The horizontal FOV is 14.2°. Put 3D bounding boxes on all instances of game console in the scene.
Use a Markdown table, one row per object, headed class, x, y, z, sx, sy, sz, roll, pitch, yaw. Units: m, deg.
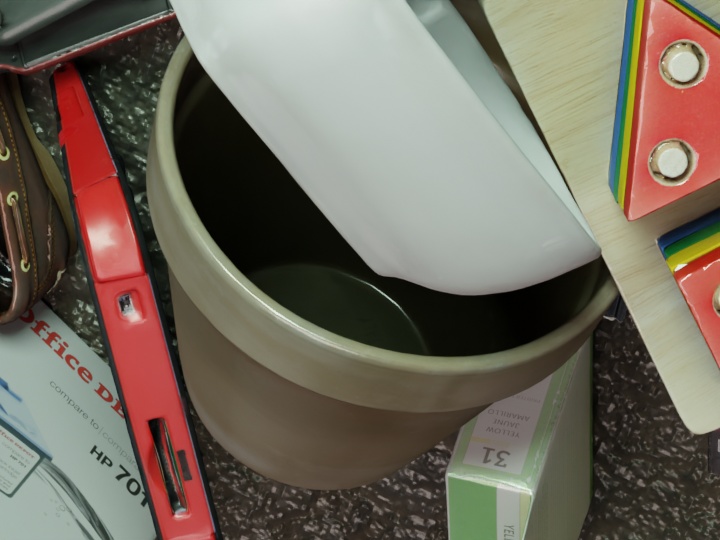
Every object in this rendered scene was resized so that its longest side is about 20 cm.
| class | x | y | z | sx | sy | sz | roll | pitch | yaw |
| --- | --- | --- | --- | --- | --- | --- | --- | --- | --- |
| game console | -0.102 | 0.023 | 1.324 | 0.031 | 0.177 | 0.200 | -13 | 118 | -3 |

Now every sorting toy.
| class | x | y | z | sx | sy | sz | roll | pitch | yaw |
| --- | --- | --- | --- | --- | --- | --- | --- | --- | --- |
| sorting toy | 0.176 | -0.056 | 1.074 | 0.200 | 0.070 | 0.199 | -26 | 109 | 4 |

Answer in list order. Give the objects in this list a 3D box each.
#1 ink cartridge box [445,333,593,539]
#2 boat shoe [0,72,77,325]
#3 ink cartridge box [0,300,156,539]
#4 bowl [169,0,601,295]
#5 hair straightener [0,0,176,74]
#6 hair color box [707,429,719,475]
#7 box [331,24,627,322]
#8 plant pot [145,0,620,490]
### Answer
| class | x | y | z | sx | sy | sz | roll | pitch | yaw |
| --- | --- | --- | --- | --- | --- | --- | --- | --- | --- |
| ink cartridge box | 0.060 | 0.134 | 1.280 | 0.048 | 0.200 | 0.146 | 13 | 144 | 13 |
| boat shoe | -0.194 | -0.069 | 1.356 | 0.070 | 0.070 | 0.200 | -15 | 113 | 31 |
| ink cartridge box | -0.181 | 0.114 | 1.386 | 0.146 | 0.200 | 0.086 | 44 | 125 | -10 |
| bowl | -0.011 | -0.089 | 1.045 | 0.075 | 0.200 | 0.200 | -34 | 130 | 8 |
| hair straightener | -0.181 | -0.114 | 1.286 | 0.199 | 0.041 | 0.077 | -17 | 144 | 9 |
| hair color box | 0.203 | -0.001 | 1.243 | 0.100 | 0.061 | 0.200 | 8 | 123 | 17 |
| box | 0.042 | -0.080 | 1.266 | 0.200 | 0.046 | 0.159 | 19 | 126 | 10 |
| plant pot | 0.000 | 0.000 | 1.206 | 0.200 | 0.200 | 0.174 | 27 | 144 | 4 |
